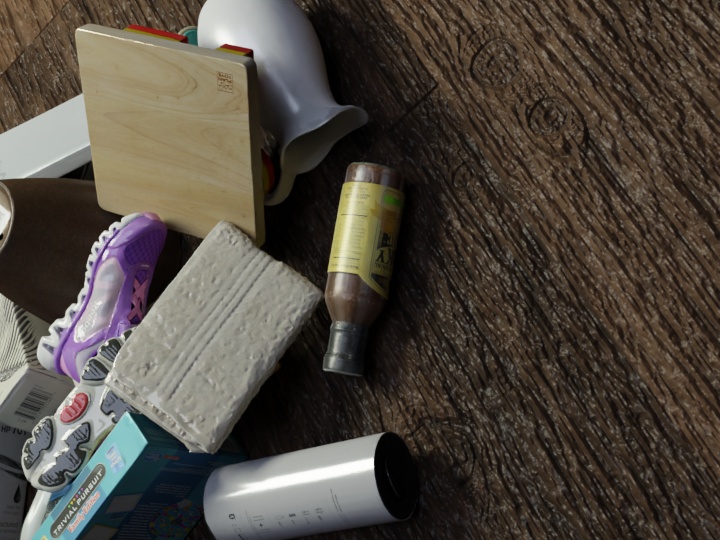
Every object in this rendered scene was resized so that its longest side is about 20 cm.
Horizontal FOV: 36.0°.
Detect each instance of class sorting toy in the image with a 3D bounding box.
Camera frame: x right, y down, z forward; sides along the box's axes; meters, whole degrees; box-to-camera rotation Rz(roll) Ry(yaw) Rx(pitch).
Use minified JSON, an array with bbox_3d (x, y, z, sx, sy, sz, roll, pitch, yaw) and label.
[{"bbox_3d":[-0.175,-0.142,1.114,0.198,0.070,0.201,16,125,22],"label":"sorting toy"}]

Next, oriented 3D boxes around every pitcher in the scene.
[{"bbox_3d":[-0.101,-0.186,1.162,0.172,0.121,0.201,-45,68,33],"label":"pitcher"}]

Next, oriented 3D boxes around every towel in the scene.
[{"bbox_3d":[-0.139,0.064,1.063,0.132,0.035,0.201,35,74,7],"label":"towel"}]

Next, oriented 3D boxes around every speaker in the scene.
[{"bbox_3d":[-0.047,0.207,1.035,0.198,0.081,0.082,-17,69,29],"label":"speaker"}]

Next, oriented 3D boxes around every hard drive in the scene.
[{"bbox_3d":[-0.334,-0.159,1.283,0.199,0.027,0.132,-27,38,2],"label":"hard drive"}]

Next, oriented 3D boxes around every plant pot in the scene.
[{"bbox_3d":[-0.331,-0.026,1.210,0.185,0.199,0.189,-9,72,30],"label":"plant pot"}]

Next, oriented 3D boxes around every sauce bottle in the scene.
[{"bbox_3d":[0.000,0.000,1.069,0.064,0.065,0.202,5,83,34],"label":"sauce bottle"}]

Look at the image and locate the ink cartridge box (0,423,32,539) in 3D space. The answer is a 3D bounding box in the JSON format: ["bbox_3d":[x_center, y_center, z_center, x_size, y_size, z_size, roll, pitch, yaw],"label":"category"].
[{"bbox_3d":[-0.457,0.217,1.261,0.085,0.146,0.202,-2,76,31],"label":"ink cartridge box"}]

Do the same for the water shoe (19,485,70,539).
[{"bbox_3d":[-0.307,0.231,1.220,0.078,0.072,0.202,16,84,7],"label":"water shoe"}]

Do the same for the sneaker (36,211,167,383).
[{"bbox_3d":[-0.245,0.038,1.128,0.088,0.080,0.201,36,101,30],"label":"sneaker"}]

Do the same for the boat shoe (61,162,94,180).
[{"bbox_3d":[-0.381,-0.107,1.330,0.070,0.091,0.202,17,87,35],"label":"boat shoe"}]

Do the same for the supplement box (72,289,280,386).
[{"bbox_3d":[-0.195,0.107,1.161,0.200,0.073,0.127,-41,59,16],"label":"supplement box"}]

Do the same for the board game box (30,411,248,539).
[{"bbox_3d":[-0.226,0.237,1.101,0.201,0.151,0.047,-52,56,11],"label":"board game box"}]

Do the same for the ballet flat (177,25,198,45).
[{"bbox_3d":[-0.187,-0.169,1.238,0.069,0.069,0.202,-4,83,32],"label":"ballet flat"}]

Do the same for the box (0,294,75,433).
[{"bbox_3d":[-0.387,0.088,1.265,0.082,0.068,0.200,-51,40,13],"label":"box"}]

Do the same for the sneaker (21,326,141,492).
[{"bbox_3d":[-0.250,0.135,1.099,0.200,0.083,0.081,-43,78,-4],"label":"sneaker"}]
